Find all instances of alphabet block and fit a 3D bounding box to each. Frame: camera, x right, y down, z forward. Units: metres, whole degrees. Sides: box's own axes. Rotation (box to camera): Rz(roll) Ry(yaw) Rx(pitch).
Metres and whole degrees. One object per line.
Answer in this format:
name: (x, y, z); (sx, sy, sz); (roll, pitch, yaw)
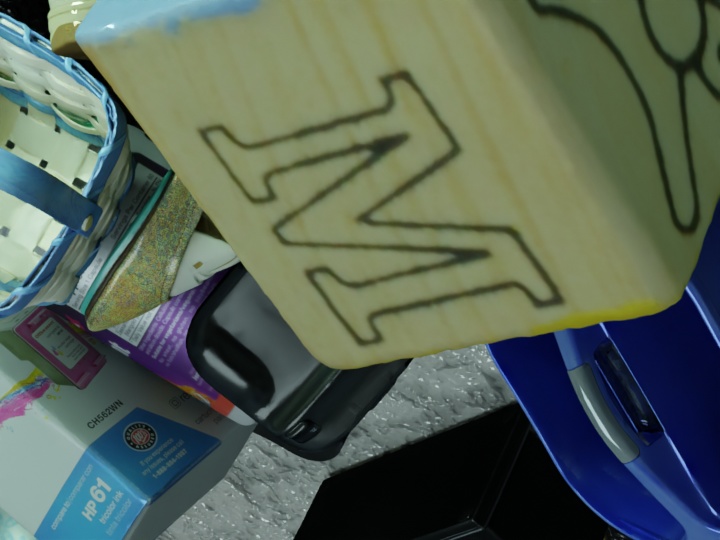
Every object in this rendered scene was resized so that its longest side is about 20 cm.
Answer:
alphabet block: (0.037, -0.102, 0.955); (0.196, 0.196, 0.200); (-10, 127, 38)

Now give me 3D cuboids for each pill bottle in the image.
pill bottle: (-0.117, -0.011, 1.230); (0.199, 0.112, 0.112); (32, 143, -2)

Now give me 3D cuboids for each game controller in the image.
game controller: (0.000, 0.000, 1.150); (0.104, 0.042, 0.200); (40, 104, -2)

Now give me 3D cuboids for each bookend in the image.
bookend: (0.086, 0.198, 1.354); (0.200, 0.092, 0.198); (43, 141, -19)

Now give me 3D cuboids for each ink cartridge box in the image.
ink cartridge box: (-0.171, 0.060, 1.276); (0.200, 0.144, 0.085); (39, 126, 9)

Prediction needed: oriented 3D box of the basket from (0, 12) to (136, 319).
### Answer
basket: (-0.204, -0.062, 1.083); (0.176, 0.140, 0.200); (28, -179, 12)

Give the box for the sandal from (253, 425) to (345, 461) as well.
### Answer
sandal: (-0.101, 0.063, 1.360); (0.199, 0.043, 0.076); (25, 143, 6)

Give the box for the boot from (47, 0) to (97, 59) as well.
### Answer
boot: (-0.117, -0.179, 1.058); (0.072, 0.200, 0.157); (-8, 94, 6)

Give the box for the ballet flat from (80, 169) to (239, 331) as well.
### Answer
ballet flat: (-0.072, -0.043, 1.129); (0.070, 0.071, 0.201); (29, 101, -1)

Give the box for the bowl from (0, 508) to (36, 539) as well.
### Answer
bowl: (-0.205, 0.157, 1.465); (0.107, 0.202, 0.200); (3, 164, -43)

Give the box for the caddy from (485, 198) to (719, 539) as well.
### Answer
caddy: (0.141, 0.046, 1.097); (0.141, 0.105, 0.201); (-22, 103, 47)
